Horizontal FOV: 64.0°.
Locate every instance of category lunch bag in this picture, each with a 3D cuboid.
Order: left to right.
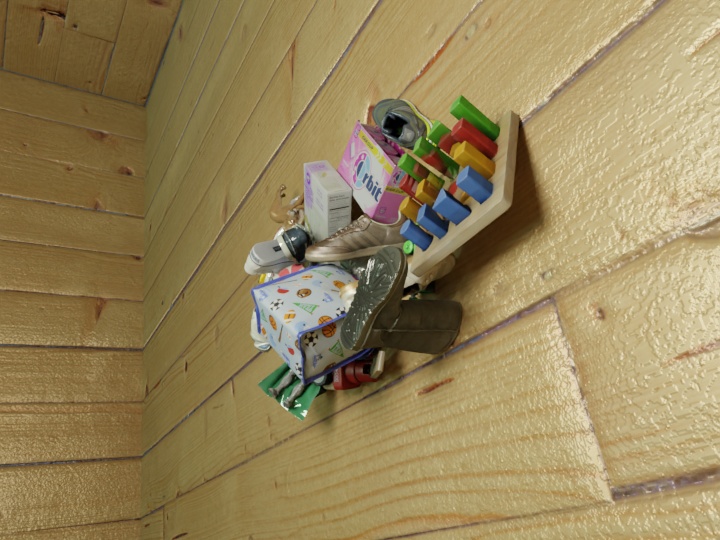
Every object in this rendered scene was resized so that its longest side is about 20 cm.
[{"bbox_3d":[-0.059,0.077,0.982,0.169,0.197,0.126,36,138,41],"label":"lunch bag"}]

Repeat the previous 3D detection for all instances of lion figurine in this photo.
[{"bbox_3d":[-0.169,-0.137,1.365,0.124,0.072,0.198,-55,30,-14],"label":"lion figurine"}]

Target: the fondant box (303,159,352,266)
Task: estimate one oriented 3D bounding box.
[{"bbox_3d":[-0.070,-0.106,1.200,0.145,0.057,0.204,-127,33,-49],"label":"fondant box"}]

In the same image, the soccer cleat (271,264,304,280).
[{"bbox_3d":[-0.142,0.022,1.246,0.069,0.072,0.200,56,178,1],"label":"soccer cleat"}]

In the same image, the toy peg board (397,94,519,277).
[{"bbox_3d":[0.122,-0.132,0.839,0.200,0.097,0.202,-42,23,46],"label":"toy peg board"}]

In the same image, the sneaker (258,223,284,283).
[{"bbox_3d":[-0.178,-0.029,1.421,0.081,0.077,0.204,21,96,23],"label":"sneaker"}]

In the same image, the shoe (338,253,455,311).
[{"bbox_3d":[0.064,0.025,0.906,0.070,0.196,0.054,87,161,-62],"label":"shoe"}]

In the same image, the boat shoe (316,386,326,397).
[{"bbox_3d":[-0.094,0.174,1.236,0.065,0.074,0.203,-17,53,30],"label":"boat shoe"}]

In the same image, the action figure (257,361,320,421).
[{"bbox_3d":[-0.101,0.187,1.168,0.117,0.201,0.055,34,151,12],"label":"action figure"}]

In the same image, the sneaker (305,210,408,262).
[{"bbox_3d":[-0.005,-0.061,1.031,0.070,0.195,0.078,-124,27,-86],"label":"sneaker"}]

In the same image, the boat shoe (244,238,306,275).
[{"bbox_3d":[-0.182,-0.027,1.299,0.071,0.199,0.070,51,122,13],"label":"boat shoe"}]

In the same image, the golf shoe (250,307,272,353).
[{"bbox_3d":[-0.126,0.091,1.159,0.078,0.196,0.099,37,138,49],"label":"golf shoe"}]

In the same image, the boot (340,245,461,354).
[{"bbox_3d":[0.081,0.053,0.849,0.184,0.196,0.073,-60,38,29],"label":"boot"}]

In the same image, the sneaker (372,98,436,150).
[{"bbox_3d":[0.067,-0.272,1.048,0.200,0.079,0.075,46,122,52],"label":"sneaker"}]

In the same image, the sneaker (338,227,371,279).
[{"bbox_3d":[0.000,0.000,1.092,0.076,0.090,0.203,-55,41,37],"label":"sneaker"}]

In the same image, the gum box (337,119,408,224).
[{"bbox_3d":[0.029,-0.192,1.107,0.115,0.065,0.201,-64,36,28],"label":"gum box"}]

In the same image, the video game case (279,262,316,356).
[{"bbox_3d":[-0.139,0.082,1.292,0.143,0.018,0.204,-134,66,-78],"label":"video game case"}]

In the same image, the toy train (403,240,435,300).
[{"bbox_3d":[0.101,0.012,0.979,0.056,0.041,0.206,-5,80,48],"label":"toy train"}]

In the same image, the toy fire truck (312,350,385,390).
[{"bbox_3d":[-0.006,0.133,1.073,0.197,0.127,0.181,-5,84,38],"label":"toy fire truck"}]

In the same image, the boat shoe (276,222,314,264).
[{"bbox_3d":[-0.128,-0.061,1.196,0.076,0.061,0.200,63,-179,3],"label":"boat shoe"}]
